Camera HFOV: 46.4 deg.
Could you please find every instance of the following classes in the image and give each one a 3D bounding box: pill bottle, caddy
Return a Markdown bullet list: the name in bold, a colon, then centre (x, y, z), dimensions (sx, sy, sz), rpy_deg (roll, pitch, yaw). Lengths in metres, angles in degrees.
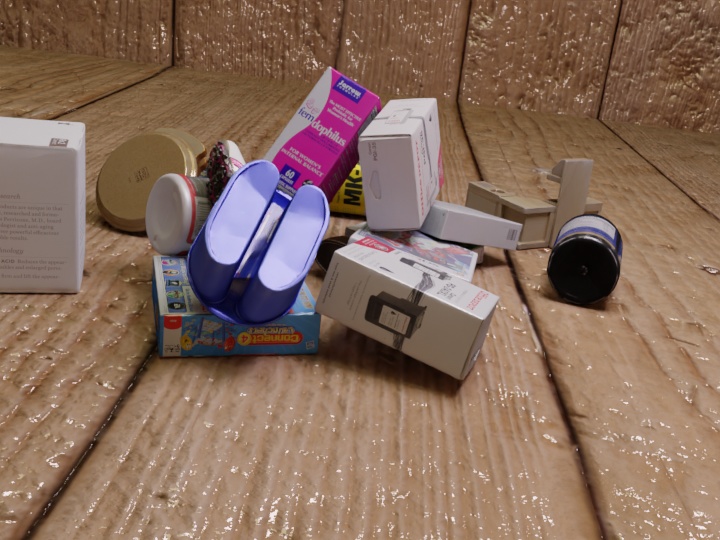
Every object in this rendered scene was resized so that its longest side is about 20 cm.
- **pill bottle**: centre (0.369, -0.028, 1.365), dimensions (0.110, 0.113, 0.200), rpy_deg (12, 20, 15)
- **pill bottle**: centre (-0.031, -0.167, 1.606), dimensions (0.197, 0.116, 0.114), rpy_deg (7, 20, 3)
- **caddy**: centre (-0.122, -0.031, 1.003), dimensions (0.140, 0.105, 0.201), rpy_deg (27, 55, -6)
- **pill bottle**: centre (-0.198, -0.073, 1.216), dimensions (0.198, 0.115, 0.113), rpy_deg (3, 17, -43)

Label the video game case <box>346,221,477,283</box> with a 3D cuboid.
- **video game case**: centre (0.084, -0.029, 1.251), dimensions (0.180, 0.023, 0.200), rpy_deg (21, 15, 6)

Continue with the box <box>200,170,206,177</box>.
- **box**: centre (-0.324, -0.145, 1.542), dimensions (0.156, 0.052, 0.199), rpy_deg (18, 23, 30)

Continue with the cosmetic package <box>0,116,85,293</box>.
- **cosmetic package**: centre (-0.460, -0.092, 1.138), dimensions (0.163, 0.203, 0.165), rpy_deg (1, 20, -16)

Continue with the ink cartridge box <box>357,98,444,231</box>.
- **ink cartridge box**: centre (0.066, -0.163, 1.272), dimensions (0.082, 0.148, 0.200), rpy_deg (0, 26, 16)

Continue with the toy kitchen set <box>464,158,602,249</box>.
- **toy kitchen set**: centre (0.338, -0.152, 1.613), dimensions (0.198, 0.165, 0.180), rpy_deg (-5, 23, -31)

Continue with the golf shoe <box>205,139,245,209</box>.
- **golf shoe**: centre (-0.148, -0.082, 1.123), dimensions (0.091, 0.202, 0.072), rpy_deg (-8, -18, -36)

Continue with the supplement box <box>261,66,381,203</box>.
- **supplement box**: centre (-0.059, -0.194, 1.304), dimensions (0.101, 0.201, 0.103), rpy_deg (32, -10, 13)

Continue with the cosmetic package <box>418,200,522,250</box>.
- **cosmetic package**: centre (0.152, -0.084, 1.411), dimensions (0.198, 0.052, 0.150), rpy_deg (7, 14, -43)

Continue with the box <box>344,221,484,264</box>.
- **box**: centre (0.091, -0.043, 1.426), dimensions (0.198, 0.037, 0.144), rpy_deg (23, 25, 32)

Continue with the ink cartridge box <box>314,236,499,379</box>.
- **ink cartridge box**: centre (0.063, 0.041, 1.043), dimensions (0.198, 0.084, 0.145), rpy_deg (24, 15, 12)

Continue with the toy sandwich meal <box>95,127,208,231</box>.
- **toy sandwich meal**: centre (-0.351, -0.149, 1.415), dimensions (0.203, 0.207, 0.070), rpy_deg (14, -19, 19)

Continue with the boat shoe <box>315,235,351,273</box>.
- **boat shoe**: centre (0.000, 0.000, 1.227), dimensions (0.199, 0.071, 0.070), rpy_deg (23, 21, 37)

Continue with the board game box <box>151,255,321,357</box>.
- **board game box**: centre (-0.167, 0.041, 1.085), dimensions (0.193, 0.057, 0.200), rpy_deg (1, 21, -16)
